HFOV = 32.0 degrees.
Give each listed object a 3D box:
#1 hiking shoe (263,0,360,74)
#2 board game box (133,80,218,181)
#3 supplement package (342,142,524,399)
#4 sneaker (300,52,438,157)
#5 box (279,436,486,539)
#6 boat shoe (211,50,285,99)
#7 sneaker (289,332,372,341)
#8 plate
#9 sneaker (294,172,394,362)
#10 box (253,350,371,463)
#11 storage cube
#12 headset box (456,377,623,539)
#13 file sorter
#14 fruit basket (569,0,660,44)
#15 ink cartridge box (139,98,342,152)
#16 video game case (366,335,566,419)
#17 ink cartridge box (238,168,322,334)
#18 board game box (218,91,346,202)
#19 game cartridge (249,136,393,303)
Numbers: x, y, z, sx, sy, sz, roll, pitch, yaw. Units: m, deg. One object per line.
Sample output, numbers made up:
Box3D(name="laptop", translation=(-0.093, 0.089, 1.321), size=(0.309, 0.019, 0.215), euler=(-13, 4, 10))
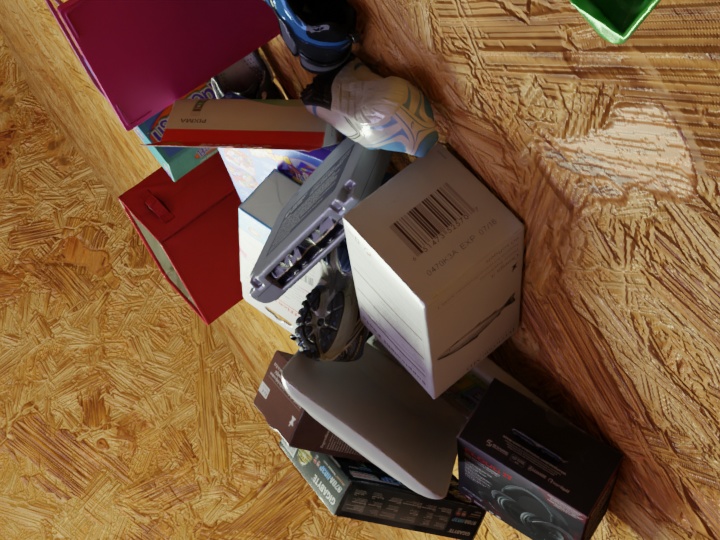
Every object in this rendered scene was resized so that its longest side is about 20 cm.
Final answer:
Box3D(name="hiking shoe", translation=(-0.071, -0.268, 1.092), size=(0.200, 0.074, 0.087), euler=(46, 160, -3))
Box3D(name="board game box", translation=(-0.224, -0.227, 1.537), size=(0.200, 0.151, 0.045), euler=(49, 166, 21))
Box3D(name="supplement package", translation=(0.069, 0.006, 1.142), size=(0.117, 0.116, 0.201), euler=(46, 165, 24))
Box3D(name="sneaker", translation=(0.004, -0.143, 1.116), size=(0.073, 0.072, 0.200), euler=(50, 175, -29))
Box3D(name="box", translation=(0.025, 0.234, 1.428), size=(0.198, 0.047, 0.159), euler=(18, -167, -33))
Box3D(name="boat shoe", translation=(-0.133, -0.208, 1.408), size=(0.201, 0.075, 0.060), euler=(59, -177, -23))
Box3D(name="sneaker", translation=(-0.057, 0.045, 1.486), size=(0.201, 0.082, 0.072), euler=(52, 166, 13))
Box3D(name="plate", translation=(0.014, 0.141, 1.286), size=(0.199, 0.032, 0.200), euler=(38, -161, -1))
Box3D(name="sneaker", translation=(0.000, 0.000, 1.274), size=(0.076, 0.202, 0.085), euler=(20, 176, 40))
Box3D(name="box", translation=(-0.008, 0.158, 1.394), size=(0.198, 0.076, 0.100), euler=(15, -166, -35))
Box3D(name="storage cube", translation=(-0.228, -0.064, 1.895), size=(0.171, 0.179, 0.201), euler=(39, 161, 48))
Box3D(name="headset box", translation=(0.176, 0.202, 1.259), size=(0.148, 0.078, 0.201), euler=(30, 160, 18))
Box3D(name="file sorter", translation=(-0.197, -0.267, 1.243), size=(0.125, 0.199, 0.140), euler=(43, 163, 50))
Box3D(name="fruit basket", translation=(0.076, -0.175, 0.486), size=(0.156, 0.215, 0.216), euler=(53, 167, 5))
Box3D(name="ink cartridge box", translation=(-0.106, -0.140, 1.187), size=(0.200, 0.158, 0.051), euler=(-39, -50, -81))
Box3D(name="video game case", translation=(0.107, 0.120, 1.336), size=(0.199, 0.022, 0.182), euler=(38, 160, -3))
Box3D(name="ink cartridge box", translation=(-0.072, -0.009, 1.399), size=(0.114, 0.068, 0.201), euler=(33, 153, 14))
Box3D(name="board game box", translation=(-0.065, -0.107, 1.365), size=(0.198, 0.045, 0.135), euler=(22, 150, 32))
Box3D(name="game cartridge", translation=(-0.034, -0.062, 1.202), size=(0.041, 0.134, 0.200), euler=(31, 140, -17))
